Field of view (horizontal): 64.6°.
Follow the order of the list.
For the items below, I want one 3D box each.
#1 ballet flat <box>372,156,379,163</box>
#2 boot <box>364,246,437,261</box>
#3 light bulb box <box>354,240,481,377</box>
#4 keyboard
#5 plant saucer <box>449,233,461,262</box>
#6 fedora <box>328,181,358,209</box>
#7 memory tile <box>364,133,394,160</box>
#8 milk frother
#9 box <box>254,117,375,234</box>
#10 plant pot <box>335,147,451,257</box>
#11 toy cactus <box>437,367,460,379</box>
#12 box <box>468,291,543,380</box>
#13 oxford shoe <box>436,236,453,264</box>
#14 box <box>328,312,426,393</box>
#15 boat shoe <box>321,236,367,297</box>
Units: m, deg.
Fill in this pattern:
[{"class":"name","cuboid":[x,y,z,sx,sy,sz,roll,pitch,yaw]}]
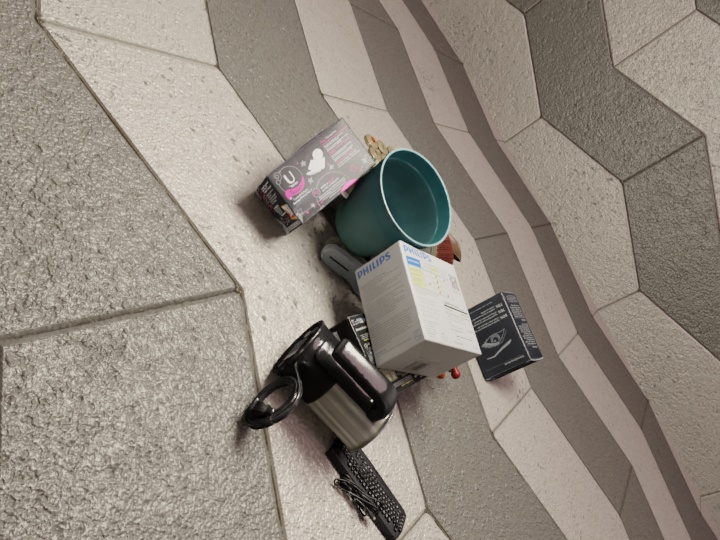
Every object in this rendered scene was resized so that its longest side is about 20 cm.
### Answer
[{"class":"ballet flat","cuboid":[0.013,-0.244,1.487,0.070,0.069,0.200,53,30,-8]},{"class":"boot","cuboid":[0.090,-0.085,1.335,0.196,0.072,0.186,0,92,-25]},{"class":"light bulb box","cuboid":[0.111,0.081,1.101,0.197,0.124,0.203,20,47,-46]},{"class":"keyboard","cuboid":[0.019,0.368,0.967,0.201,0.039,0.104,54,30,-6]},{"class":"plant saucer","cuboid":[0.207,-0.100,1.561,0.200,0.037,0.200,40,2,-2]},{"class":"fedora","cuboid":[-0.055,-0.216,1.325,0.176,0.089,0.203,-22,88,-58]},{"class":"memory tile","cuboid":[0.080,-0.304,1.677,0.152,0.017,0.203,21,47,-47]},{"class":"milk frother","cuboid":[-0.060,0.215,0.900,0.188,0.180,0.200,47,72,-8]},{"class":"box","cuboid":[-0.092,-0.183,1.118,0.199,0.132,0.115,-41,100,-20]},{"class":"plant pot","cuboid":[0.054,-0.117,1.174,0.198,0.187,0.204,16,64,-36]},{"class":"toy cactus","cuboid":[0.185,0.142,1.236,0.200,0.101,0.168,-38,108,-75]},{"class":"box","cuboid":[0.385,0.181,1.570,0.104,0.147,0.203,6,59,-54]},{"class":"oxford shoe","cuboid":[0.188,0.000,1.448,0.069,0.074,0.204,7,86,-35]},{"class":"box","cuboid":[0.033,0.167,1.118,0.199,0.086,0.166,-10,72,-58]},{"class":"boat shoe","cuboid":[0.000,0.000,1.235,0.200,0.072,0.063,42,36,-21]}]
